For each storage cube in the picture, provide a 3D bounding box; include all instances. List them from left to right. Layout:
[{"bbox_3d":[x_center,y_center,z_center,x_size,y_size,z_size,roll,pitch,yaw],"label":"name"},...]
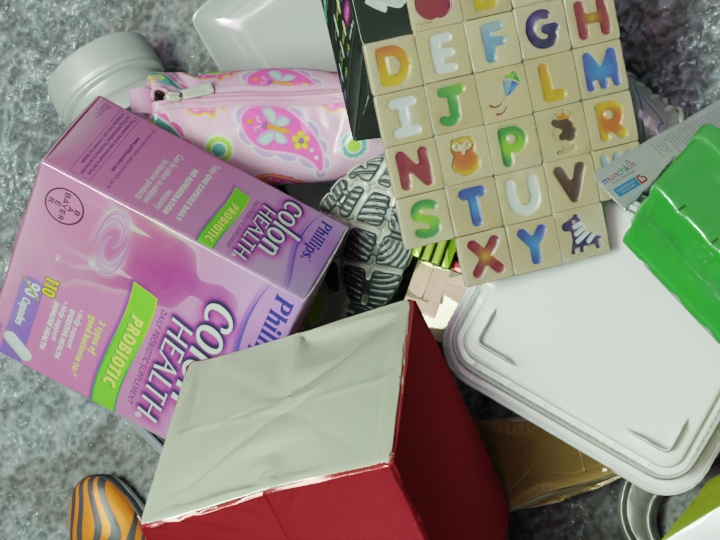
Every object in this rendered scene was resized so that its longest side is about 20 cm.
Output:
[{"bbox_3d":[-0.017,0.154,1.203,0.170,0.200,0.180,-16,121,17],"label":"storage cube"}]

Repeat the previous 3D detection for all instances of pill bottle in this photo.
[{"bbox_3d":[-0.157,-0.079,1.449,0.120,0.120,0.201,-38,72,21],"label":"pill bottle"}]

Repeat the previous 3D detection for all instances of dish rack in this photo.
[{"bbox_3d":[0.168,0.034,1.242,0.199,0.044,0.172,30,90,11],"label":"dish rack"}]

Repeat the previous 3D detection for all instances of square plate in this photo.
[{"bbox_3d":[-0.010,-0.172,1.428,0.198,0.028,0.201,-37,72,22],"label":"square plate"}]

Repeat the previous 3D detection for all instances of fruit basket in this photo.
[{"bbox_3d":[0.272,-0.034,1.205,0.185,0.199,0.094,48,140,19],"label":"fruit basket"}]

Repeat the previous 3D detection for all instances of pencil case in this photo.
[{"bbox_3d":[-0.063,-0.105,1.350,0.198,0.087,0.088,-1,87,-1],"label":"pencil case"}]

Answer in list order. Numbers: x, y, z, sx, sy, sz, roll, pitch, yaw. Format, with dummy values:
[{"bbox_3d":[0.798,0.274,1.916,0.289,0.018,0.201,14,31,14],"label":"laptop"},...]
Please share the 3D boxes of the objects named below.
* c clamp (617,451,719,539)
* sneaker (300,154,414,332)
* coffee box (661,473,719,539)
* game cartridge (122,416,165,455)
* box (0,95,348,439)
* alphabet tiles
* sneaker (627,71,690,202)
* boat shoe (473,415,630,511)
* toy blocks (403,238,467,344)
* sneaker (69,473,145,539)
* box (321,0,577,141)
[{"bbox_3d":[0.275,0.170,1.268,0.199,0.027,0.172,-28,76,23],"label":"c clamp"},{"bbox_3d":[0.000,0.000,1.362,0.077,0.080,0.201,24,120,10],"label":"sneaker"},{"bbox_3d":[0.324,0.179,1.127,0.199,0.200,0.198,-34,83,19],"label":"coffee box"},{"bbox_3d":[-0.146,0.091,1.429,0.200,0.133,0.041,42,99,21],"label":"game cartridge"},{"bbox_3d":[-0.137,0.011,1.309,0.199,0.097,0.176,27,128,1],"label":"box"},{"bbox_3d":[0.094,-0.097,1.202,0.165,0.006,0.201,-13,99,-7],"label":"alphabet tiles"},{"bbox_3d":[0.201,-0.097,1.299,0.086,0.075,0.201,-22,87,18],"label":"sneaker"},{"bbox_3d":[0.119,0.136,1.325,0.199,0.069,0.074,-14,73,29],"label":"boat shoe"},{"bbox_3d":[0.116,-0.008,1.328,0.136,0.100,0.201,19,90,15],"label":"toy blocks"},{"bbox_3d":[-0.205,0.259,1.465,0.077,0.112,0.201,-19,80,25],"label":"sneaker"},{"bbox_3d":[0.048,-0.211,1.289,0.147,0.125,0.201,-9,64,-8],"label":"box"}]
